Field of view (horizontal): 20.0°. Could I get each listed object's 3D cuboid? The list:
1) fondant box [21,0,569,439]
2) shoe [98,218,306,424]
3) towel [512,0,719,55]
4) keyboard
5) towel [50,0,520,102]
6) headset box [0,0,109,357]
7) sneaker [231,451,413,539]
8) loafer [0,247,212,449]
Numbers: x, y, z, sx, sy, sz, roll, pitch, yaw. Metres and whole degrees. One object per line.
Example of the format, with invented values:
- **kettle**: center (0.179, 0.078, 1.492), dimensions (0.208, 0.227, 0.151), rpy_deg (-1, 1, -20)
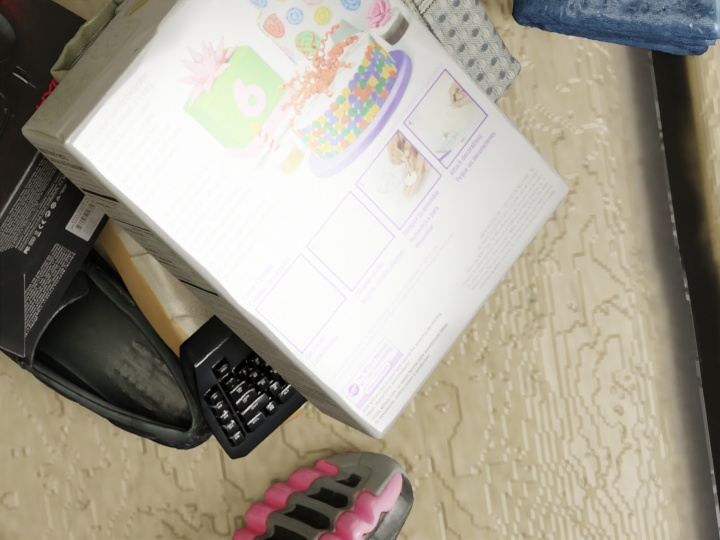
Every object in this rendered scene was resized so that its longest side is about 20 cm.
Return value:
- **fondant box**: center (-0.023, -0.047, 0.877), dimensions (0.200, 0.058, 0.145), rpy_deg (45, 77, -28)
- **shoe**: center (-0.086, -0.013, 1.000), dimensions (0.053, 0.070, 0.201), rpy_deg (-39, 89, 19)
- **towel**: center (0.137, -0.210, 0.992), dimensions (0.110, 0.049, 0.202), rpy_deg (7, 94, 3)
- **keyboard**: center (0.000, 0.000, 0.961), dimensions (0.200, 0.040, 0.104), rpy_deg (-43, 132, -17)
- **towel**: center (-0.029, -0.096, 0.942), dimensions (0.193, 0.034, 0.200), rpy_deg (-47, 132, -12)
- **headset box**: center (-0.204, -0.076, 0.964), dimensions (0.199, 0.075, 0.149), rpy_deg (32, 89, 29)
- **sneaker**: center (-0.033, 0.183, 1.020), dimensions (0.095, 0.079, 0.201), rpy_deg (41, 84, -34)
- **loafer**: center (-0.150, 0.017, 1.005), dimensions (0.200, 0.070, 0.068), rpy_deg (36, 94, 2)
